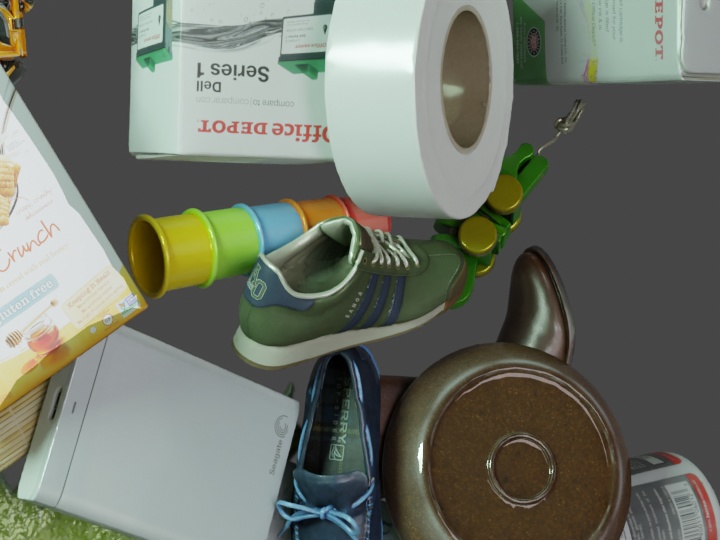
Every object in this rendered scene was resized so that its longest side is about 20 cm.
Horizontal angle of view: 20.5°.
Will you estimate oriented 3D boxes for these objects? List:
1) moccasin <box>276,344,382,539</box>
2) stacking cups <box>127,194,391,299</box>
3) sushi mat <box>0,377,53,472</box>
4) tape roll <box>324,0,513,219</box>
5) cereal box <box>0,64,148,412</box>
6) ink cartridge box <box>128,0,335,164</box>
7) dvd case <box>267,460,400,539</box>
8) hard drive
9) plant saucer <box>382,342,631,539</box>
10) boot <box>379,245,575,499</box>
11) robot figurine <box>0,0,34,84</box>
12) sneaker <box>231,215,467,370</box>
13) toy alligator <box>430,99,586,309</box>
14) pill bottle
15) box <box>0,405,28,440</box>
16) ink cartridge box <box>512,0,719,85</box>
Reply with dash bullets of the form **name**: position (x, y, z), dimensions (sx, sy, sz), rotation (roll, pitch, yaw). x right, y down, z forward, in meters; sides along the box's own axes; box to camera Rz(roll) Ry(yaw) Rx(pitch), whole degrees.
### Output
- **moccasin**: position (-0.026, 0.151, 1.441), dimensions (0.080, 0.068, 0.201), rotation (-4, 81, 11)
- **stacking cups**: position (-0.066, -0.023, 1.436), dimensions (0.199, 0.060, 0.061), rotation (-9, 98, -31)
- **sushi mat**: position (-0.237, 0.078, 1.321), dimensions (0.200, 0.012, 0.096), rotation (-35, 107, -37)
- **tape roll**: position (0.046, -0.137, 1.436), dimensions (0.202, 0.070, 0.204), rotation (3, 90, -67)
- **cereal box**: position (-0.246, -0.021, 1.271), dimensions (0.144, 0.039, 0.201), rotation (-37, 108, -18)
- **ink cartridge box**: position (-0.081, -0.176, 1.402), dimensions (0.145, 0.084, 0.201), rotation (-1, 94, -32)
- **dvd case**: position (-0.060, 0.216, 1.483), dimensions (0.199, 0.018, 0.143), rotation (26, 79, -31)
- **hard drive**: position (-0.135, 0.123, 1.384), dimensions (0.200, 0.027, 0.133), rotation (27, 71, -40)
- **plant saucer**: position (0.115, 0.150, 1.483), dimensions (0.199, 0.034, 0.202), rotation (4, 76, -16)
- **boot**: position (0.066, 0.078, 1.532), dimensions (0.199, 0.064, 0.188), rotation (-3, 85, -24)
- **robot figurine**: position (-0.299, -0.165, 1.281), dimensions (0.199, 0.058, 0.146), rotation (-11, 102, -31)
- **sneaker**: position (0.000, 0.000, 1.425), dimensions (0.199, 0.067, 0.090), rotation (-20, 135, -31)
- **toy alligator**: position (0.104, -0.062, 1.548), dimensions (0.054, 0.059, 0.201), rotation (29, 74, 12)
- **pill bottle**: position (0.178, 0.215, 1.575), dimensions (0.199, 0.116, 0.117), rotation (-8, 98, -31)
- **box**: position (-0.336, 0.122, 1.291), dimensions (0.200, 0.041, 0.156), rotation (-50, 117, -18)
- **ink cartridge box**: position (0.207, -0.214, 1.511), dimensions (0.087, 0.200, 0.146), rotation (-3, 95, -32)
